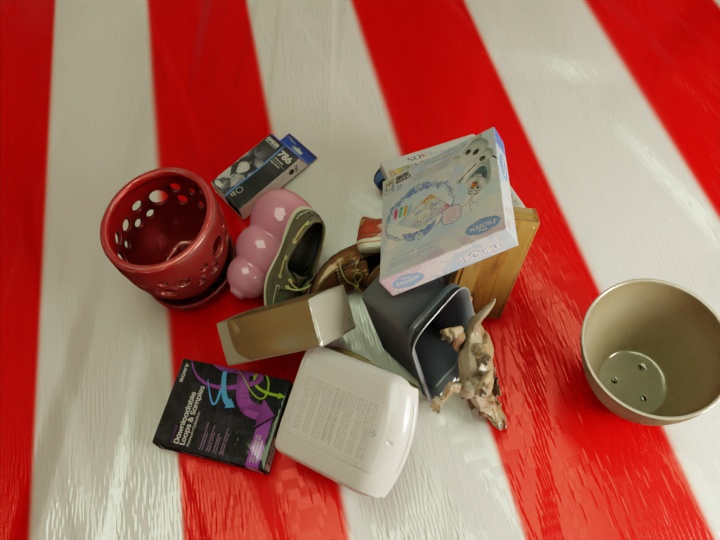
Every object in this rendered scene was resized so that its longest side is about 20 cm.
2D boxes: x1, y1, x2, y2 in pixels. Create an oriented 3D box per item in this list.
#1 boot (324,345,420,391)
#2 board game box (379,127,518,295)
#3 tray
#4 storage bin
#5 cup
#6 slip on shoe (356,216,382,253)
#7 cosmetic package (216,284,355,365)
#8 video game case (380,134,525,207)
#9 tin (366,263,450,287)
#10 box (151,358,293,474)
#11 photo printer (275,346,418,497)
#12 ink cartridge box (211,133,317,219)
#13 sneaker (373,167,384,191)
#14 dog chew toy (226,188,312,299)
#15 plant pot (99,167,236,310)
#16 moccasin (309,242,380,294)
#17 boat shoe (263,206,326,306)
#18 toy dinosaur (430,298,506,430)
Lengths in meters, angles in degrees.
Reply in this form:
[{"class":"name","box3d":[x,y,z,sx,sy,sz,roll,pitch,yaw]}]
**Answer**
[{"class":"boot","box3d":[-0.019,0.219,0.991,0.196,0.073,0.169,20,72,29]},{"class":"board game box","box3d":[0.119,-0.085,0.930,0.196,0.043,0.203,-23,43,28]},{"class":"tray","box3d":[0.196,-0.009,1.001,0.095,0.203,0.038,6,43,-6]},{"class":"storage bin","box3d":[0.093,0.078,0.991,0.133,0.202,0.146,34,70,34]},{"class":"cup","box3d":[0.405,0.136,0.931,0.194,0.144,0.205,-4,60,6]},{"class":"slip on shoe","box3d":[0.088,-0.072,1.067,0.194,0.074,0.063,-7,78,7]},{"class":"cosmetic package","box3d":[-0.117,0.086,1.008,0.196,0.104,0.073,-16,93,32]},{"class":"video game case","box3d":[0.145,-0.134,1.059,0.177,0.023,0.203,-18,51,-7]},{"class":"tin","box3d":[0.107,0.012,1.062,0.195,0.114,0.042,-18,46,-1]},{"class":"box","box3d":[-0.218,0.229,1.036,0.194,0.036,0.146,8,62,14]},{"class":"photo printer","box3d":[-0.015,0.214,0.924,0.196,0.069,0.171,14,82,34]},{"class":"ink cartridge box","box3d":[-0.188,-0.198,1.274,0.199,0.040,0.099,-43,62,-16]},{"class":"sneaker","box3d":[0.114,-0.145,1.178,0.194,0.074,0.084,9,64,15]},{"class":"dog chew toy","box3d":[-0.162,-0.041,1.136,0.123,0.125,0.203,27,75,22]},{"class":"plant pot","box3d":[-0.319,-0.041,1.119,0.194,0.184,0.205,-3,59,6]},{"class":"moccasin","box3d":[0.000,0.001,1.117,0.198,0.075,0.078,-29,52,-20]},{"class":"boat shoe","box3d":[-0.109,-0.001,1.078,0.060,0.070,0.207,35,111,56]},{"class":"toy dinosaur","box3d":[0.169,0.134,0.946,0.084,0.134,0.207,7,99,29]}]
